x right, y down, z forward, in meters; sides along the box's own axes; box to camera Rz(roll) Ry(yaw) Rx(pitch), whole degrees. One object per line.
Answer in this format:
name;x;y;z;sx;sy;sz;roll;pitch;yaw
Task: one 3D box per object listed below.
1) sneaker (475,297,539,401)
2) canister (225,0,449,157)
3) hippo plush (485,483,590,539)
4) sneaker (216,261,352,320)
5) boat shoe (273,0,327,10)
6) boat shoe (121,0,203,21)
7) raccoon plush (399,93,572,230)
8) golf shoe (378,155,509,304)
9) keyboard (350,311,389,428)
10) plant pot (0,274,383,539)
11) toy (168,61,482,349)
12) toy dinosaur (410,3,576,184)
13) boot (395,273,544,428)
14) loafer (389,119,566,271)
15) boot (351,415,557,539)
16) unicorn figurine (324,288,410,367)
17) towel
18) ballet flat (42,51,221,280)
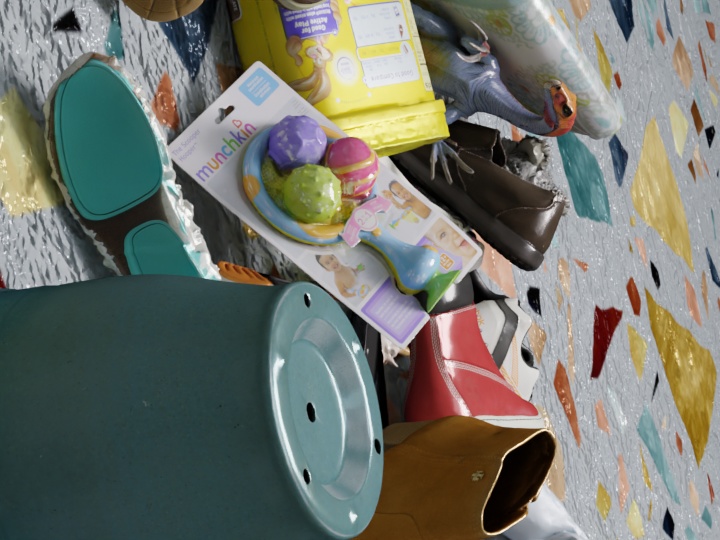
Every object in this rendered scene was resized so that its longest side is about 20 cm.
sneaker;0.105;0.105;1.748;0.074;0.080;0.201;-121;-163;-47
canister;-0.025;-0.176;1.600;0.148;0.086;0.201;-14;89;-44
hippo plush;0.083;0.234;1.512;0.200;0.159;0.161;44;64;6
sneaker;-0.062;0.050;1.473;0.200;0.075;0.093;19;88;-74
boat shoe;0.005;-0.253;1.539;0.075;0.075;0.203;51;51;-19
boat shoe;-0.159;-0.244;1.387;0.069;0.073;0.200;-95;161;-49
raccoon plush;0.105;-0.108;1.843;0.097;0.133;0.201;52;34;-44
golf shoe;0.048;-0.027;1.724;0.200;0.092;0.073;58;32;-36
keyboard;-0.007;0.096;1.552;0.201;0.039;0.105;83;13;-53
plant pot;-0.096;0.089;1.191;0.200;0.187;0.201;-13;90;-68
toy;-0.014;-0.053;1.474;0.200;0.047;0.115;42;48;0
toy dinosaur;0.077;-0.163;1.712;0.181;0.105;0.201;23;35;-12
boot;0.078;0.057;1.618;0.200;0.072;0.145;14;68;-70
loafer;0.080;-0.083;1.746;0.200;0.071;0.073;42;-1;16
boot;0.024;0.160;1.418;0.201;0.144;0.071;-46;117;-31
unicorn figurine;0.000;0.000;1.614;0.200;0.073;0.138;14;74;-76
towel;0.099;-0.186;1.766;0.048;0.200;0.171;-53;130;-12
ballet flat;-0.137;-0.038;1.344;0.072;0.071;0.201;-62;136;-58
